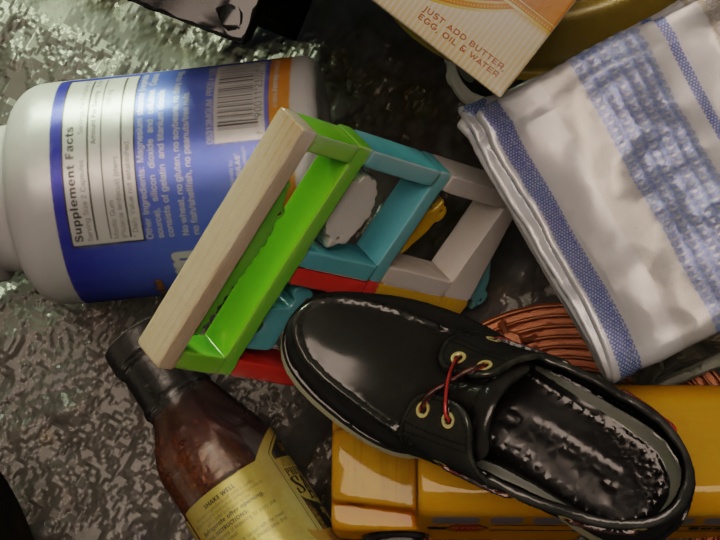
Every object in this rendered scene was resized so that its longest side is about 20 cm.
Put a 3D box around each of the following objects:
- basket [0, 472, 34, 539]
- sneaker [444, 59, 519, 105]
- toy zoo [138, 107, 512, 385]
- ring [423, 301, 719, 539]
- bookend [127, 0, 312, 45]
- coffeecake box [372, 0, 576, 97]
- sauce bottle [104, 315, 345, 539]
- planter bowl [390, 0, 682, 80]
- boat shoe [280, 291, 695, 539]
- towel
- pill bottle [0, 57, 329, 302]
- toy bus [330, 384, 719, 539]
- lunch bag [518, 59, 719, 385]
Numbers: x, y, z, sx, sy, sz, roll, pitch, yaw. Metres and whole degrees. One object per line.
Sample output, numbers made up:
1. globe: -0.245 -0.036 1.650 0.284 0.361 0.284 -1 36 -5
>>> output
1. basket: -0.258 0.178 0.850 0.199 0.136 0.182 -20 78 -3
2. sneaker: 0.087 -0.186 0.923 0.073 0.079 0.202 6 77 8
3. toy zoo: 0.000 0.000 0.841 0.020 0.199 0.132 46 110 35
4. ring: 0.106 0.114 0.885 0.198 0.019 0.202 -1 78 4
5. bookend: -0.042 -0.210 0.898 0.091 0.200 0.200 22 92 9
6. coffeecake box: 0.059 -0.203 0.737 0.153 0.073 0.200 35 104 -9
7. sauce bottle: -0.059 0.112 0.876 0.066 0.066 0.201 -33 79 -3
8. planter bowl: 0.090 -0.198 0.840 0.199 0.084 0.202 -5 63 10
9. boat shoe: 0.056 0.059 0.775 0.200 0.063 0.074 26 74 11
10. towel: 0.161 -0.055 0.790 0.199 0.024 0.148 -27 77 -3
11. pill bottle: -0.114 -0.043 0.885 0.198 0.112 0.113 -6 77 5
12. toy bus: 0.085 0.093 0.836 0.198 0.078 0.066 0 72 1
13. lunch bag: 0.197 -0.054 0.864 0.199 0.118 0.165 -22 70 -5
